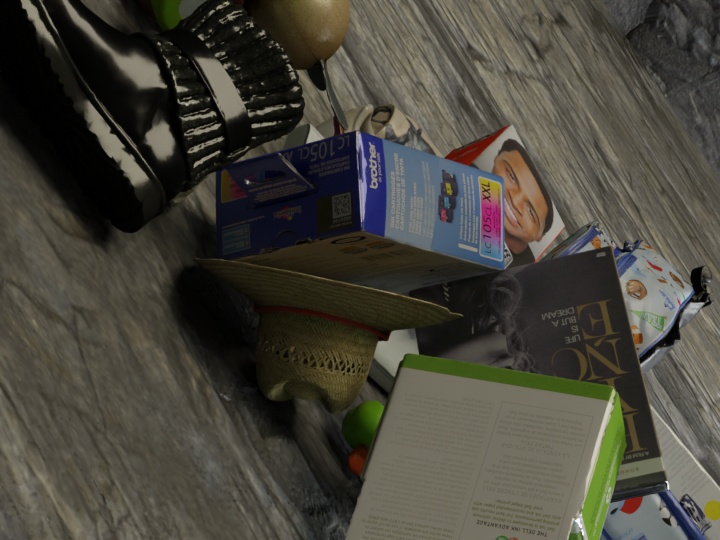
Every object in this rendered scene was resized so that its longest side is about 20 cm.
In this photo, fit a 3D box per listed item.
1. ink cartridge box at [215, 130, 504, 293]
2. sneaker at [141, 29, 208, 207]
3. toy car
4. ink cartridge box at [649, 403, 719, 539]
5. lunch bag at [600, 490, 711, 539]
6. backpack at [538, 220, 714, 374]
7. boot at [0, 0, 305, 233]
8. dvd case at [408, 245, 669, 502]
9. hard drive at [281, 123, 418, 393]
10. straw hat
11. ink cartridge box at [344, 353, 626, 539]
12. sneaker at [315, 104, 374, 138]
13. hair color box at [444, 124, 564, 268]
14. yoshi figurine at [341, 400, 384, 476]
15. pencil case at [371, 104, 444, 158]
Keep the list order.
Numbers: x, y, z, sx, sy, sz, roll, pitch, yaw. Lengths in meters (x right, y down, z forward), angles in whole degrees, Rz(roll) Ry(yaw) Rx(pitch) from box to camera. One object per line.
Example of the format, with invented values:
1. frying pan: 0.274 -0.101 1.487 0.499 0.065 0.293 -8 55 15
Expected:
1. ink cartridge box: -0.009 -0.039 1.611 0.200 0.136 0.076 12 71 -50
2. sneaker: -0.136 -0.117 1.621 0.100 0.070 0.200 44 17 -14
3. toy car: -0.073 -0.200 1.804 0.200 0.158 0.164 57 4 -31
4. ink cartridge box: 0.215 0.166 1.744 0.200 0.047 0.198 49 -15 -1
5. lunch bag: 0.168 0.161 1.640 0.160 0.076 0.200 55 -12 -4
6. backpack: 0.196 0.054 1.987 0.154 0.200 0.191 39 14 -3
7. boot: -0.144 -0.145 1.487 0.158 0.079 0.211 -40 108 -29
8. dvd case: 0.119 0.079 1.574 0.016 0.149 0.200 71 8 -53
9. hard drive: 0.000 0.000 1.749 0.200 0.026 0.132 45 45 -34
10. straw hat: -0.031 0.051 1.545 0.201 0.201 0.085 18 82 -63
11. ink cartridge box: 0.073 0.163 1.467 0.076 0.148 0.200 71 33 -53
12. sneaker: 0.026 -0.037 1.851 0.200 0.090 0.075 55 17 -3
13. hair color box: 0.090 -0.037 1.818 0.102 0.061 0.200 62 26 -9
14. yoshi figurine: 0.081 0.149 1.622 0.200 0.112 0.112 44 28 -7
15. pencil case: 0.051 -0.054 1.976 0.200 0.089 0.078 50 47 -19
